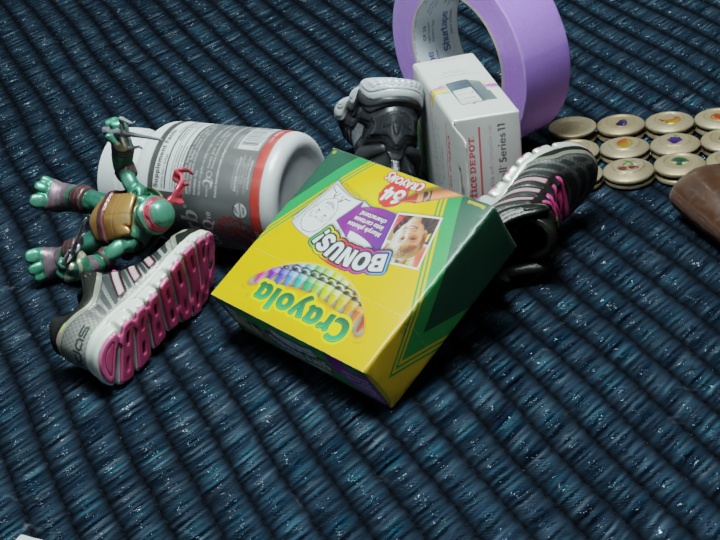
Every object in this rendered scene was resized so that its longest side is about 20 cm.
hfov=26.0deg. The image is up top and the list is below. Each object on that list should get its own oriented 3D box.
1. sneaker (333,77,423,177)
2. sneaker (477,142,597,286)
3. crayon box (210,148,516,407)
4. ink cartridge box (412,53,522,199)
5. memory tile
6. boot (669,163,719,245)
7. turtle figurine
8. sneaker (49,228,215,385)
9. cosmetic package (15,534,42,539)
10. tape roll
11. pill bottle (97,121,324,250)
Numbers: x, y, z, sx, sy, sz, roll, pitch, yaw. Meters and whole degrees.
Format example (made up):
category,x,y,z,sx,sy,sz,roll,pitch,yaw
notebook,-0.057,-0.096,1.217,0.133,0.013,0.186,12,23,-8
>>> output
category,x,y,z,sx,sy,sz,roll,pitch,yaw
sneaker,0.014,-0.117,1.543,0.075,0.115,0.200,4,-8,-9
sneaker,0.151,-0.043,1.365,0.199,0.074,0.087,-33,37,-29
crayon box,0.000,0.000,1.290,0.199,0.058,0.173,23,67,44
ink cartridge box,0.106,-0.115,1.470,0.067,0.118,0.200,-10,29,-7
memory tile,0.286,-0.122,1.541,0.198,0.017,0.154,-4,29,8
boot,0.385,-0.052,1.354,0.185,0.065,0.200,-10,24,-7
turtle figurine,-0.229,-0.048,1.403,0.199,0.100,0.151,-11,56,48
sneaker,-0.199,0.020,1.352,0.087,0.074,0.200,13,40,23
cosmetic package,-0.204,0.255,0.959,0.150,0.052,0.200,6,32,27
tape roll,0.120,-0.225,1.577,0.065,0.201,0.200,-27,34,-29
pill bottle,-0.141,-0.081,1.477,0.199,0.117,0.116,7,32,27
